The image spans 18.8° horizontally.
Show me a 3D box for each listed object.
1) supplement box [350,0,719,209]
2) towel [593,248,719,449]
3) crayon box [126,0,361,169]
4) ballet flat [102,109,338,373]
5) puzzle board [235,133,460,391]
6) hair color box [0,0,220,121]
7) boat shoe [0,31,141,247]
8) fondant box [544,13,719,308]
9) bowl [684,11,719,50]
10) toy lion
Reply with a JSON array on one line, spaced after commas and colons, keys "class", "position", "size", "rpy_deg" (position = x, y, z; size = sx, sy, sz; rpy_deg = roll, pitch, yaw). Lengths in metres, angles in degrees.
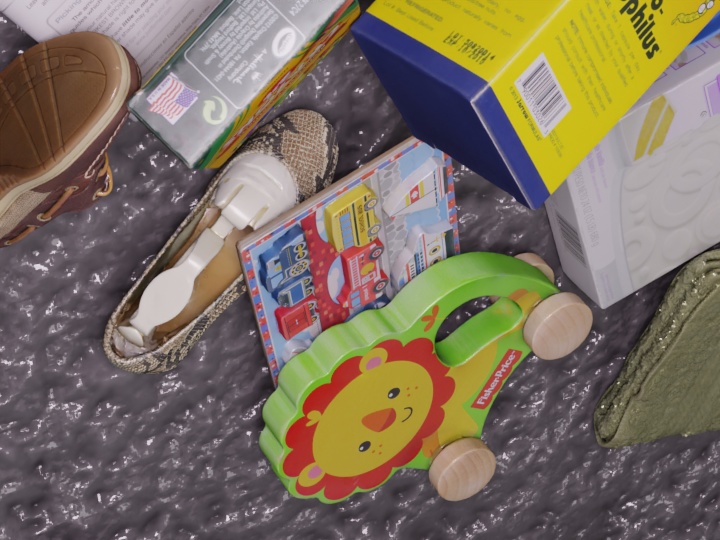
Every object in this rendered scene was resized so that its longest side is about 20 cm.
[{"class": "supplement box", "position": [0.112, -0.156, 1.251], "size": [0.200, 0.109, 0.110], "rpy_deg": [-47, 140, -10]}, {"class": "towel", "position": [0.258, 0.050, 1.577], "size": [0.148, 0.037, 0.201], "rpy_deg": [-6, 137, -32]}, {"class": "crayon box", "position": [-0.059, -0.117, 1.207], "size": [0.051, 0.200, 0.127], "rpy_deg": [43, 93, -2]}, {"class": "ballet flat", "position": [-0.087, -0.013, 1.328], "size": [0.200, 0.068, 0.075], "rpy_deg": [-49, 173, 9]}, {"class": "puzzle board", "position": [0.000, 0.000, 1.380], "size": [0.150, 0.017, 0.200], "rpy_deg": [-31, 152, -12]}, {"class": "hair color box", "position": [-0.163, -0.180, 1.187], "size": [0.099, 0.061, 0.200], "rpy_deg": [-46, 132, 4]}, {"class": "boat shoe", "position": [-0.173, -0.066, 1.218], "size": [0.072, 0.072, 0.200], "rpy_deg": [2, 147, -43]}, {"class": "fondant box", "position": [0.218, -0.085, 1.475], "size": [0.199, 0.058, 0.145], "rpy_deg": [-30, 131, -11]}, {"class": "bowl", "position": [0.193, -0.233, 1.374], "size": [0.200, 0.039, 0.202], "rpy_deg": [-16, 127, -22]}, {"class": "toy lion", "position": [0.032, 0.072, 1.445], "size": [0.191, 0.069, 0.201], "rpy_deg": [14, 117, -44]}]
